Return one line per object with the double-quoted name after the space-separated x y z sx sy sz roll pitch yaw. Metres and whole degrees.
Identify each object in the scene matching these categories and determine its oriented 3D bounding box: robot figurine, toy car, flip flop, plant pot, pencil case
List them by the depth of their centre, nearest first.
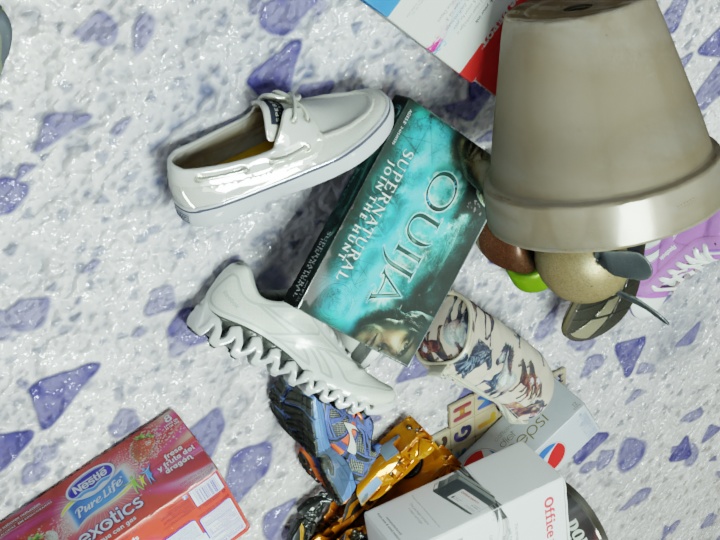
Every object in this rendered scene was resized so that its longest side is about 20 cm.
0.186 -0.131 0.990 0.200 0.200 0.174 -23 115 -24 "plant pot"
0.217 -0.032 1.162 0.158 0.200 0.164 -42 137 -5 "toy car"
0.129 0.096 1.274 0.200 0.078 0.090 35 74 -47 "pencil case"
0.014 0.254 1.316 0.200 0.058 0.145 -46 135 -1 "robot figurine"
0.260 -0.020 1.318 0.081 0.058 0.200 7 100 -36 "flip flop"

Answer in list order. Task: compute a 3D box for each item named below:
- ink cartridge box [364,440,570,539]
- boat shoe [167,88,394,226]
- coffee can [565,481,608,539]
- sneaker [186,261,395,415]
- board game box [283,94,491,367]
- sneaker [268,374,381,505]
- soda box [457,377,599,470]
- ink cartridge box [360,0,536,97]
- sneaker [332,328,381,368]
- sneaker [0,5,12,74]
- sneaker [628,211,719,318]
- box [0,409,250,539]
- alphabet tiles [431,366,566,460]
0.117 0.290 1.302 0.200 0.084 0.145 -21 123 -19 "ink cartridge box"
-0.063 -0.108 0.983 0.200 0.071 0.070 -25 136 -13 "boat shoe"
0.176 0.353 1.454 0.200 0.146 0.147 -24 133 -23 "coffee can"
-0.048 0.063 1.074 0.200 0.075 0.081 30 86 -16 "sneaker"
0.036 -0.031 1.061 0.135 0.028 0.200 29 88 -34 "board game box"
-0.030 0.147 1.204 0.078 0.075 0.200 -42 146 -19 "sneaker"
0.173 0.216 1.397 0.200 0.068 0.064 -42 136 -5 "soda box"
0.074 -0.235 0.994 0.200 0.067 0.116 28 102 -46 "ink cartridge box"
0.000 0.000 1.116 0.080 0.074 0.200 11 105 -38 "sneaker"
-0.282 -0.087 0.811 0.074 0.081 0.200 17 109 -45 "sneaker"
0.360 -0.014 1.354 0.073 0.114 0.201 -8 126 -36 "sneaker"
-0.213 0.232 1.092 0.200 0.095 0.100 -34 135 -13 "box"
0.158 0.188 1.421 0.200 0.006 0.167 -24 133 -23 "alphabet tiles"
